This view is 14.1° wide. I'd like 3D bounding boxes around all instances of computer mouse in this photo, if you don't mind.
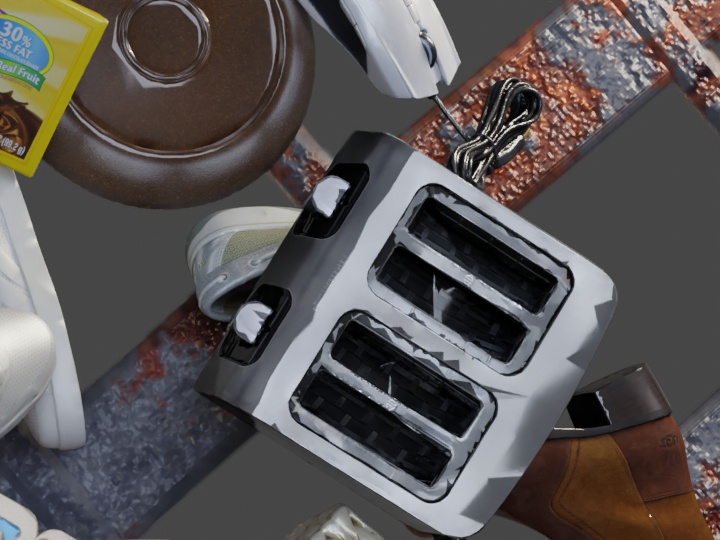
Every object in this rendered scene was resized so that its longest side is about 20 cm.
[{"bbox_3d":[0.027,-0.141,1.774,0.200,0.044,0.110,49,48,0],"label":"computer mouse"}]

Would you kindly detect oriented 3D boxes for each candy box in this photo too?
[{"bbox_3d":[-0.252,-0.140,1.634,0.200,0.026,0.102,26,91,-17],"label":"candy box"}]

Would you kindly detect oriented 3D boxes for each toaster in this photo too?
[{"bbox_3d":[0.032,0.044,1.633,0.200,0.119,0.181,33,86,-7],"label":"toaster"}]

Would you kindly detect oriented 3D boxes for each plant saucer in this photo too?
[{"bbox_3d":[-0.120,-0.137,1.753,0.200,0.032,0.201,4,77,-16],"label":"plant saucer"}]

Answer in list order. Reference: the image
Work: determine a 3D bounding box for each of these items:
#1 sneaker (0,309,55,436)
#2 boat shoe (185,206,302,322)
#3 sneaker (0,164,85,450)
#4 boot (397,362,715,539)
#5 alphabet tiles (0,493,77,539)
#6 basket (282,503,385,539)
[{"bbox_3d":[-0.221,0.055,1.527,0.200,0.116,0.074,-26,80,-41],"label":"sneaker"},{"bbox_3d":[-0.001,-0.001,1.723,0.202,0.075,0.065,-1,40,-12],"label":"boat shoe"},{"bbox_3d":[-0.234,0.023,1.669,0.115,0.074,0.200,-17,73,-17],"label":"sneaker"},{"bbox_3d":[0.136,0.182,1.751,0.188,0.068,0.200,-25,93,-26],"label":"boot"},{"bbox_3d":[-0.229,0.227,1.651,0.195,0.015,0.200,32,72,-7],"label":"alphabet tiles"},{"bbox_3d":[0.003,0.240,1.650,0.200,0.136,0.123,42,69,-4],"label":"basket"}]
